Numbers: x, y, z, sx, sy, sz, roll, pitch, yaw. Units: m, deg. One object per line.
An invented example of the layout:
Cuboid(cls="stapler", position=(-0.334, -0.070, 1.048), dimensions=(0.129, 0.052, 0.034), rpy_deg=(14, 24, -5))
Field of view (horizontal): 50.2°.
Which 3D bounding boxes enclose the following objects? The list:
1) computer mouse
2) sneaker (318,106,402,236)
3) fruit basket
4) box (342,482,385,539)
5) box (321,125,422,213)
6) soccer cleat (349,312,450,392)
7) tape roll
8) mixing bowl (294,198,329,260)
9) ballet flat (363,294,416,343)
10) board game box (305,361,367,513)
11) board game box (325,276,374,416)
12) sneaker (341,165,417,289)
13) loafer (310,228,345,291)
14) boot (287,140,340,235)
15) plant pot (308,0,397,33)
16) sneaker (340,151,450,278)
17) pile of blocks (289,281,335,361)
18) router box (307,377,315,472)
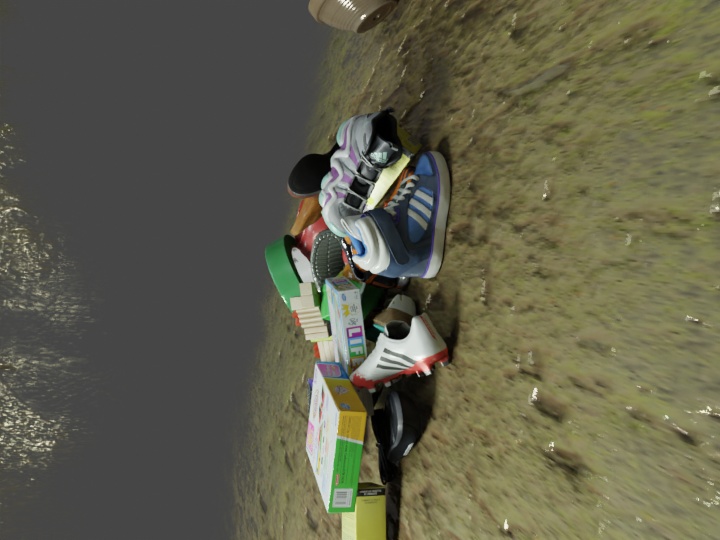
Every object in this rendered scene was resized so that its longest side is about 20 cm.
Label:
Cuboid(cls="computer mouse", position=(0.053, 0.216, 1.142), dimensions=(0.200, 0.046, 0.140), rpy_deg=(100, 164, -50))
Cuboid(cls="sneaker", position=(0.011, -0.154, 1.148), dimensions=(0.140, 0.078, 0.200), rpy_deg=(-11, 67, 53))
Cuboid(cls="fruit basket", position=(0.000, 0.000, 1.384), dimensions=(0.200, 0.094, 0.185), rpy_deg=(-70, 14, -16))
Cuboid(cls="box", position=(0.005, 0.418, 1.132), dimensions=(0.075, 0.050, 0.200), rpy_deg=(151, 121, -69))
Cuboid(cls="box", position=(0.017, -0.150, 1.288), dimensions=(0.200, 0.075, 0.050), rpy_deg=(-53, -4, 34))
Cuboid(cls="soccer cleat", position=(0.046, 0.116, 1.086), dimensions=(0.200, 0.069, 0.085), rpy_deg=(-27, 84, 52))
Cuboid(cls="tape roll", position=(-0.124, 0.024, 1.592), dimensions=(0.200, 0.048, 0.200), rpy_deg=(59, -170, -17))
Cuboid(cls="mixing bowl", position=(-0.073, -0.091, 1.594), dimensions=(0.200, 0.108, 0.200), rpy_deg=(-172, 90, -74))
Cuboid(cls="ballet flat", position=(0.052, 0.075, 1.199), dimensions=(0.072, 0.068, 0.200), rpy_deg=(-65, 10, -12))
Cuboid(cls="board game box", position=(-0.040, 0.238, 1.137), dimensions=(0.200, 0.040, 0.153), rpy_deg=(-132, 48, -71))
Cuboid(cls="board game box", position=(-0.019, 0.118, 1.225), dimensions=(0.134, 0.034, 0.200), rpy_deg=(-143, 46, -76))
Cuboid(cls="sneaker", position=(0.034, -0.071, 1.213), dimensions=(0.078, 0.112, 0.200), rpy_deg=(-153, 72, -72))
Cuboid(cls="loafer", position=(-0.061, 0.015, 1.517), dimensions=(0.070, 0.075, 0.200), rpy_deg=(-121, 28, -75))
Cuboid(cls="boot", position=(-0.088, -0.130, 1.321), dimensions=(0.188, 0.068, 0.200), rpy_deg=(-54, 1, -42))
Cuboid(cls="plant pot", position=(0.006, -0.528, 1.492), dimensions=(0.093, 0.201, 0.201), rpy_deg=(55, 158, 0))
Cuboid(cls="sneaker", position=(0.047, -0.089, 1.119), dimensions=(0.081, 0.146, 0.200), rpy_deg=(151, 125, -70))
Cuboid(cls="pile of blocks", position=(-0.088, 0.094, 1.455), dimensions=(0.082, 0.062, 0.200), rpy_deg=(-77, -26, -50))
Cuboid(cls="router box", position=(-0.066, 0.270, 1.380), dimensions=(0.200, 0.052, 0.157), rpy_deg=(121, 146, -82))
